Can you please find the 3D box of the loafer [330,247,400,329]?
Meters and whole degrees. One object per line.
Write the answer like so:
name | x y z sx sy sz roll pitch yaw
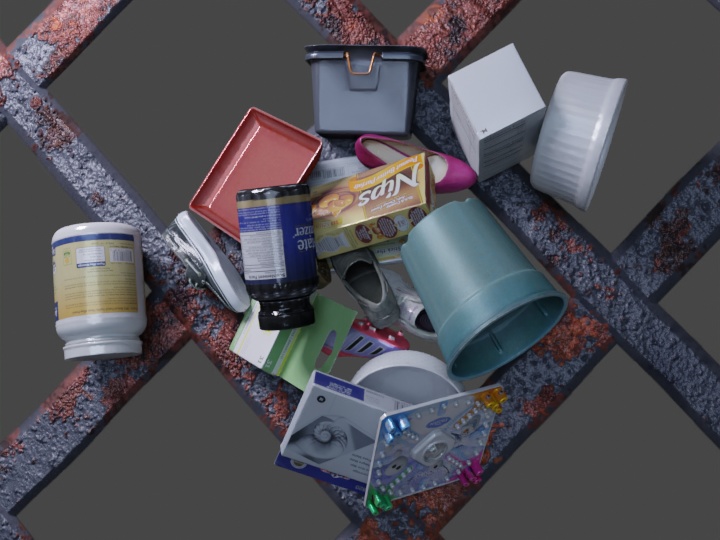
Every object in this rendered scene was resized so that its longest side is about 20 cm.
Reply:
loafer | 0.000 0.000 1.344 0.069 0.070 0.201 -33 52 -4

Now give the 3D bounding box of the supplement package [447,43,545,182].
supplement package | 0.205 -0.234 1.338 0.108 0.200 0.116 -25 77 2

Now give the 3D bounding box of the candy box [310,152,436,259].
candy box | 0.017 -0.098 1.345 0.195 0.056 0.117 -14 44 17

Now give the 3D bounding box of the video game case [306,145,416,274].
video game case | 0.009 -0.097 1.434 0.195 0.023 0.187 -9 82 4

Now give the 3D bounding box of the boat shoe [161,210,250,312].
boat shoe | -0.253 -0.002 1.430 0.071 0.072 0.201 -40 70 8

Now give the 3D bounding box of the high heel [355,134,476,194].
high heel | 0.088 -0.172 1.376 0.196 0.096 0.069 19 84 7

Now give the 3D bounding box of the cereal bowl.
cereal bowl | 0.071 0.201 1.333 0.195 0.084 0.204 3 121 4

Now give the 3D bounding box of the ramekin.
ramekin | 0.328 -0.201 1.331 0.096 0.200 0.205 18 84 16

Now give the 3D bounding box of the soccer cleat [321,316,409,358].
soccer cleat | -0.014 0.109 1.378 0.196 0.066 0.078 17 103 21

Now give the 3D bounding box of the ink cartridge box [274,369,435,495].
ink cartridge box | -0.014 0.262 1.303 0.195 0.041 0.203 19 121 -8

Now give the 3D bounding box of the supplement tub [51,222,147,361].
supplement tub | -0.414 0.036 1.396 0.141 0.144 0.205 -6 82 5

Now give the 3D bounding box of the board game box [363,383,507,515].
board game box | 0.108 0.262 1.269 0.196 0.203 0.026 -11 42 -23

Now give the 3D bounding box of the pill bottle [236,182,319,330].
pill bottle | -0.118 -0.020 1.280 0.109 0.112 0.206 -6 95 5

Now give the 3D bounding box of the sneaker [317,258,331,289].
sneaker | -0.120 -0.038 1.405 0.089 0.067 0.203 -35 62 16

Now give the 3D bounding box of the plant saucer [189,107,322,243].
plant saucer | -0.163 -0.145 1.411 0.198 0.037 0.202 30 86 41

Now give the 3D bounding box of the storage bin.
storage bin | 0.008 -0.283 1.406 0.194 0.146 0.138 1 93 6

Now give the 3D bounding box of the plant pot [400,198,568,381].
plant pot | 0.165 0.018 1.265 0.197 0.201 0.198 -30 64 1

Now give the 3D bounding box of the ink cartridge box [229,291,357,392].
ink cartridge box | -0.108 0.093 1.353 0.198 0.048 0.148 21 83 50

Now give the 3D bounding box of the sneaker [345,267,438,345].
sneaker | 0.064 0.048 1.370 0.197 0.100 0.076 27 88 10
